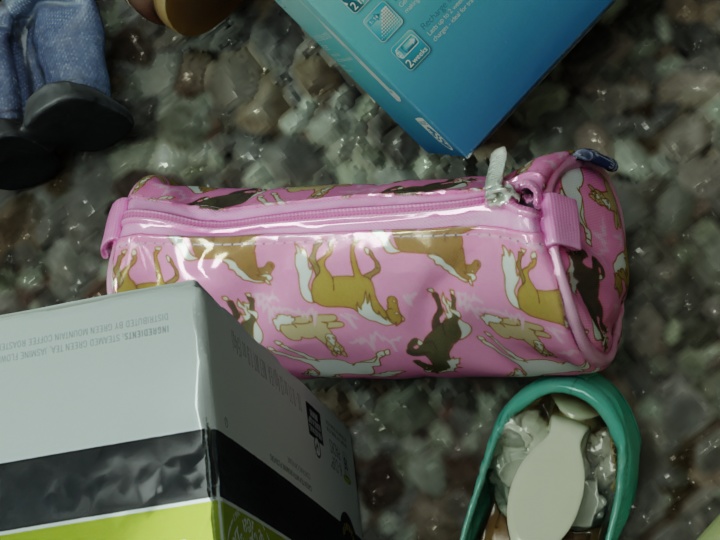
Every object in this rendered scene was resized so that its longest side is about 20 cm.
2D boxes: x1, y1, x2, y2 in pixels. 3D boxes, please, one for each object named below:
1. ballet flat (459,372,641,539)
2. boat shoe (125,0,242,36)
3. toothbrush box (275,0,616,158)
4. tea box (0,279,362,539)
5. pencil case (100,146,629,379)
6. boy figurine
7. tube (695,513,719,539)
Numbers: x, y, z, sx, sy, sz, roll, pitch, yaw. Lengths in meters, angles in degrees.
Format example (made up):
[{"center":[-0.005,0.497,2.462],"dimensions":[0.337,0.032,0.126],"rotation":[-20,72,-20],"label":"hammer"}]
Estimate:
[{"center":[0.052,0.128,0.726],"dimensions":[0.067,0.070,0.201],"rotation":[13,77,18],"label":"ballet flat"},{"center":[-0.054,-0.193,0.862],"dimensions":[0.070,0.070,0.201],"rotation":[20,72,24],"label":"boat shoe"},{"center":[0.013,-0.164,0.776],"dimensions":[0.200,0.085,0.147],"rotation":[43,87,-10],"label":"toothbrush box"},{"center":[-0.078,0.133,0.690],"dimensions":[0.133,0.200,0.198],"rotation":[-10,71,11],"label":"tea box"},{"center":[0.000,0.000,0.755],"dimensions":[0.199,0.083,0.087],"rotation":[-3,104,27],"label":"pencil case"},{"center":[-0.154,-0.140,0.873],"dimensions":[0.124,0.064,0.201],"rotation":[-23,70,16],"label":"boy figurine"},{"center":[0.190,0.061,0.724],"dimensions":[0.201,0.052,0.058],"rotation":[-54,27,0],"label":"tube"}]
